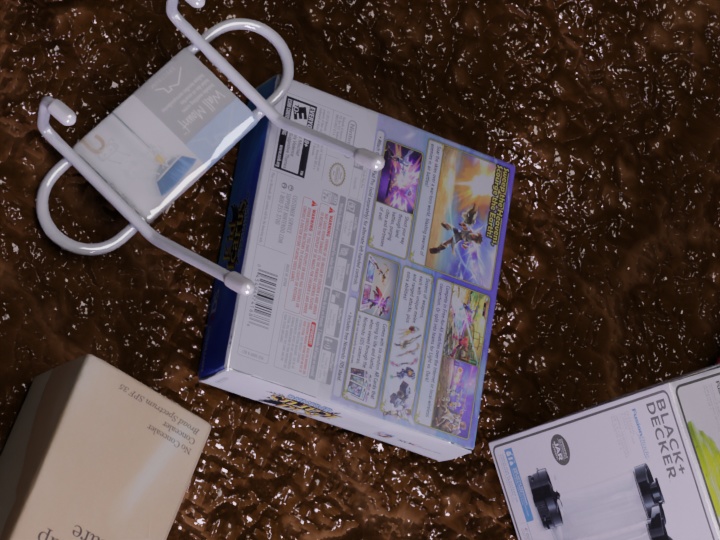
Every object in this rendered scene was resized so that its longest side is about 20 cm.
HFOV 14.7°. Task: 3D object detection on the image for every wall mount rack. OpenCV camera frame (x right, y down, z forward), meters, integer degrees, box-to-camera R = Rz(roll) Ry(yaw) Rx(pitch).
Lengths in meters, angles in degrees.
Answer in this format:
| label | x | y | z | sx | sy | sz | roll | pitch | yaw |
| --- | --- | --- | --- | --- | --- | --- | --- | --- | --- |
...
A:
| label | x | y | z | sx | sy | sz | roll | pitch | yaw |
| --- | --- | --- | --- | --- | --- | --- | --- | --- | --- |
| wall mount rack | -0.093 | -0.073 | 1.673 | 0.174 | 0.075 | 0.200 | 44 | 69 | 6 |

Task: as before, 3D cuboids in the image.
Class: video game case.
| label | x | y | z | sx | sy | sz | roll | pitch | yaw |
| --- | --- | --- | --- | --- | --- | --- | --- | --- | --- |
| video game case | 0.000 | 0.000 | 1.758 | 0.181 | 0.045 | 0.201 | 19 | 68 | -24 |

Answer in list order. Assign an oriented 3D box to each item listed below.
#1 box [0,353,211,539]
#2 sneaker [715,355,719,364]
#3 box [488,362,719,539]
| label | x | y | z | sx | sy | sz | roll | pitch | yaw |
| --- | --- | --- | --- | --- | --- | --- | --- | --- | --- |
| box | -0.171 | 0.160 | 1.589 | 0.095 | 0.078 | 0.200 | 31 | 63 | -22 |
| sneaker | 0.297 | 0.059 | 1.908 | 0.084 | 0.077 | 0.200 | 36 | 62 | -14 |
| box | 0.172 | 0.134 | 1.735 | 0.060 | 0.200 | 0.117 | -14 | 85 | -34 |
